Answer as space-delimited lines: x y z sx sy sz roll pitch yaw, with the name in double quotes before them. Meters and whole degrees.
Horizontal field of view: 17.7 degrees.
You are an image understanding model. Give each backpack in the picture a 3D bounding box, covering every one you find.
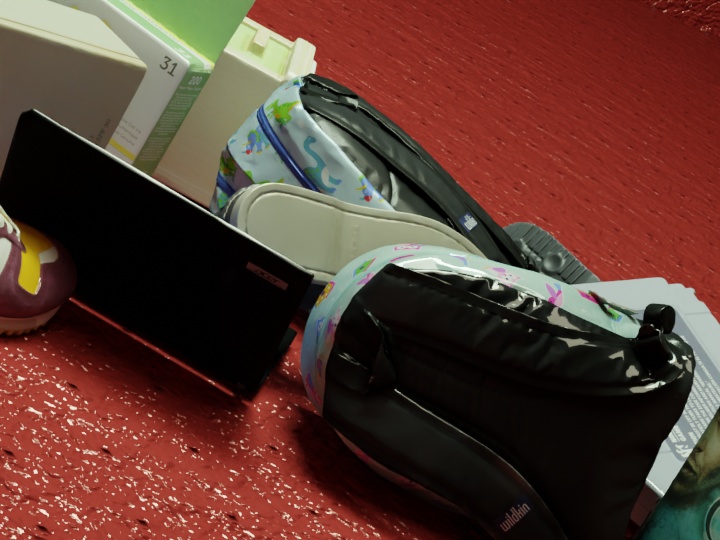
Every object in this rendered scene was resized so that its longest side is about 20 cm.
"backpack" 0.064 0.068 1.277 0.199 0.167 0.127 23 -3 -12
"backpack" 0.002 -0.032 1.479 0.200 0.153 0.163 57 20 -10

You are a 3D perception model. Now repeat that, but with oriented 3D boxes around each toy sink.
"toy sink" -0.098 -0.119 1.603 0.200 0.112 0.130 29 16 -6

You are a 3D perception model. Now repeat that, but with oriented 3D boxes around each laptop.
"laptop" -0.107 -0.021 1.297 0.177 0.103 0.200 31 16 1

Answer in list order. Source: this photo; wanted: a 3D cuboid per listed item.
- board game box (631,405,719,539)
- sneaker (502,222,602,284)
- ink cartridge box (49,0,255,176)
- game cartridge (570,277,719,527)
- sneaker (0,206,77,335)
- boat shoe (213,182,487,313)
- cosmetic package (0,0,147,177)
"board game box" 0.232 0.173 1.247 0.028 0.136 0.200 16 20 -40
"sneaker" 0.169 0.048 1.662 0.200 0.070 0.082 53 2 34
"ink cartridge box" -0.153 -0.170 1.491 0.145 0.200 0.048 37 16 16
"game cartridge" 0.183 0.081 1.420 0.133 0.041 0.200 -1 39 -25
"sneaker" -0.203 -0.025 1.160 0.075 0.090 0.200 39 18 29
"boat shoe" 0.000 0.000 1.360 0.200 0.073 0.063 21 -17 -28
"cosmetic package" -0.237 -0.116 1.363 0.200 0.104 0.073 12 24 -46
